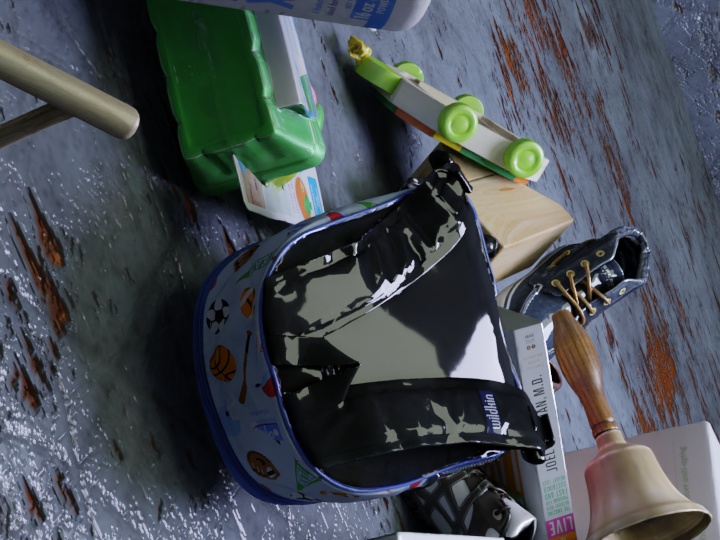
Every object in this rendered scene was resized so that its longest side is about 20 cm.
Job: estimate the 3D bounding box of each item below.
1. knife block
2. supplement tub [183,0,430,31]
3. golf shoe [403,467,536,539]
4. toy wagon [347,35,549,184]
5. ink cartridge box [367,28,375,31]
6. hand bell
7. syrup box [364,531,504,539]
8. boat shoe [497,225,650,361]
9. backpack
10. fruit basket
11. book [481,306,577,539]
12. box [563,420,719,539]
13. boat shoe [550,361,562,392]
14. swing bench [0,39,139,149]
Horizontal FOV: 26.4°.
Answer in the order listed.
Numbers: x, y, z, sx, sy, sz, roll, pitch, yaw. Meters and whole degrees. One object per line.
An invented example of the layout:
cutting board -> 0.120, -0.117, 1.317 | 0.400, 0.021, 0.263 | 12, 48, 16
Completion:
knife block -> 0.097, -0.018, 1.258 | 0.200, 0.064, 0.176 | 26, 32, -27
supplement tub -> -0.056, -0.210, 0.853 | 0.132, 0.199, 0.132 | -174, -90, -80
golf shoe -> 0.086, 0.174, 1.146 | 0.078, 0.094, 0.201 | 18, 57, -61
toy wagon -> 0.067, -0.137, 1.305 | 0.200, 0.040, 0.155 | 25, 12, -24
ink cartridge box -> -0.055, -0.257, 1.034 | 0.145, 0.084, 0.200 | 42, 9, 24
hand bell -> 0.190, 0.119, 1.199 | 0.104, 0.104, 0.200 | 38, 31, -56
syrup box -> 0.035, 0.220, 1.006 | 0.200, 0.079, 0.082 | 25, 52, -63
boat shoe -> 0.179, 0.019, 1.300 | 0.071, 0.091, 0.200 | 57, 36, -10
backpack -> -0.008, 0.048, 0.903 | 0.190, 0.154, 0.201 | -12, 82, -49
fruit basket -> -0.061, -0.120, 0.998 | 0.200, 0.093, 0.186 | 6, 69, -71
book -> 0.118, 0.128, 1.182 | 0.134, 0.048, 0.201 | -160, -122, -70
box -> 0.230, 0.268, 1.288 | 0.171, 0.199, 0.199 | 55, 28, -38
boat shoe -> 0.113, 0.052, 1.336 | 0.200, 0.070, 0.071 | 48, 34, -46
swing bench -> -0.196, -0.166, 0.656 | 0.200, 0.129, 0.199 | 44, 36, -43
